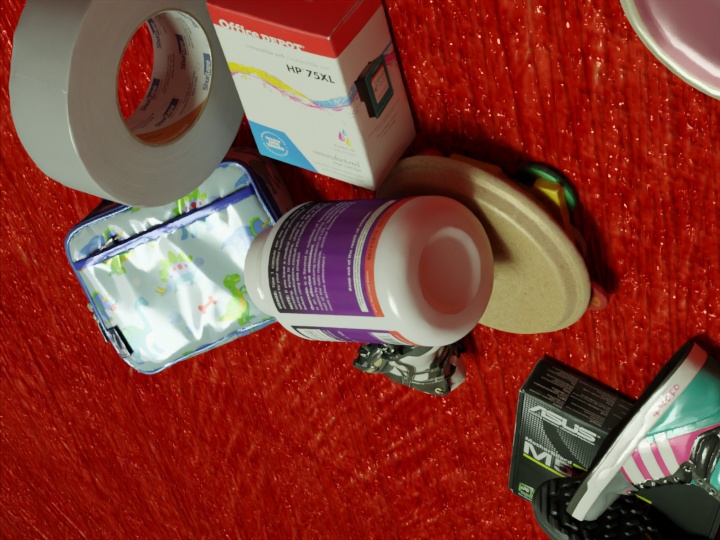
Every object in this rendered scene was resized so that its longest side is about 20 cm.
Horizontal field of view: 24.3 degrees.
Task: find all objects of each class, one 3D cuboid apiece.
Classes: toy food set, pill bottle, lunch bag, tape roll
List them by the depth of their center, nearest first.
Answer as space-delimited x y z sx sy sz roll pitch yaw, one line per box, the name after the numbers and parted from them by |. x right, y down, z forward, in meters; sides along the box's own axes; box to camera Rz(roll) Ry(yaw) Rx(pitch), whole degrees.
-0.170 -0.151 1.270 0.066 0.200 0.200 16 146 36 | tape roll
0.000 0.000 1.297 0.200 0.112 0.112 1 136 48 | pill bottle
0.101 -0.021 1.323 0.198 0.049 0.200 19 147 30 | toy food set
-0.149 -0.012 1.470 0.200 0.082 0.161 -21 103 15 | lunch bag

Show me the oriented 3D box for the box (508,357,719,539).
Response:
0.231 0.183 1.489 0.200 0.048 0.193 27 152 17 | box

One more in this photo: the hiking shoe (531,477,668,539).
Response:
0.234 0.257 1.472 0.200 0.076 0.101 30 147 8 | hiking shoe

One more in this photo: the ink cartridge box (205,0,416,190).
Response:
-0.039 -0.163 1.244 0.116 0.067 0.200 19 147 30 | ink cartridge box

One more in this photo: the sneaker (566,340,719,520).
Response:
0.259 0.158 1.345 0.121 0.084 0.200 35 129 5 | sneaker

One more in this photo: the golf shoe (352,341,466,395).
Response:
0.061 0.064 1.474 0.094 0.078 0.200 27 169 -7 | golf shoe

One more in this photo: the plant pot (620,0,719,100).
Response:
0.218 -0.181 0.800 0.200 0.179 0.200 29 151 17 | plant pot
